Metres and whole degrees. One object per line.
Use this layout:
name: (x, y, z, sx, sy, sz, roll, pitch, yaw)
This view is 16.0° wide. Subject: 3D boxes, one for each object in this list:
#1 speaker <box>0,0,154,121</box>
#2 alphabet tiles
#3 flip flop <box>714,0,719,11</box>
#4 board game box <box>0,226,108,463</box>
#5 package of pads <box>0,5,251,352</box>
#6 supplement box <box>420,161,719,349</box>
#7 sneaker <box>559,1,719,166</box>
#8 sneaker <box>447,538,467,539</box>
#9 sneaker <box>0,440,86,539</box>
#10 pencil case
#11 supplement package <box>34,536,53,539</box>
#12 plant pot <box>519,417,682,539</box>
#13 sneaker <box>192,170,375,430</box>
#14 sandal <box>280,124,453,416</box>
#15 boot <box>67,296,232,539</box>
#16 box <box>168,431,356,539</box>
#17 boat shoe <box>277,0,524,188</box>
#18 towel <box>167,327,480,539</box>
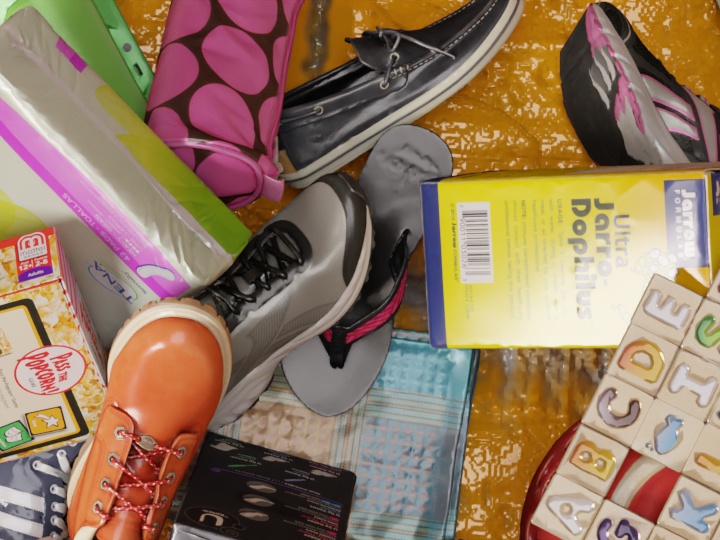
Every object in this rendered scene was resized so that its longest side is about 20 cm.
speaker: (-0.180, -0.120, 1.673, 0.088, 0.088, 0.200, -28, 86, -3)
alphabet tiles: (0.219, 0.097, 1.509, 0.167, 0.008, 0.200, 26, 93, 3)
flip flop: (0.285, -0.167, 1.700, 0.081, 0.058, 0.200, -27, 86, -3)
board game box: (-0.259, 0.063, 1.566, 0.199, 0.152, 0.046, -15, 48, 0)
package of pads: (-0.186, -0.048, 1.583, 0.200, 0.154, 0.068, 47, 50, -10)
supplement box: (0.151, -0.010, 1.608, 0.199, 0.109, 0.110, -1, 95, 32)
sneaker: (0.207, -0.089, 1.694, 0.086, 0.080, 0.200, -22, 81, -30)
sneaker: (0.033, 0.267, 1.660, 0.083, 0.081, 0.200, 26, 97, -17)
sneaker: (-0.201, 0.156, 1.656, 0.108, 0.070, 0.201, -21, 83, -1)
pencil case: (-0.083, -0.133, 1.644, 0.093, 0.091, 0.201, 6, 59, 3)
supplement package: (-0.277, 0.255, 1.579, 0.200, 0.117, 0.117, -23, 86, 32)
plant pot: (0.204, 0.170, 1.611, 0.200, 0.183, 0.201, 0, 84, 0)
sneaker: (-0.066, 0.020, 1.616, 0.200, 0.079, 0.074, -50, 56, 14)
sandal: (0.000, 0.000, 1.653, 0.075, 0.045, 0.201, 22, 99, 0)
boot: (-0.128, 0.112, 1.539, 0.075, 0.107, 0.200, 16, 125, -10)
box: (-0.071, 0.193, 1.580, 0.106, 0.200, 0.123, 16, 102, -1)
boat shoe: (0.019, -0.132, 1.682, 0.200, 0.075, 0.062, -34, 107, 1)
towel: (-0.027, 0.105, 1.689, 0.199, 0.022, 0.147, 7, 85, -1)
